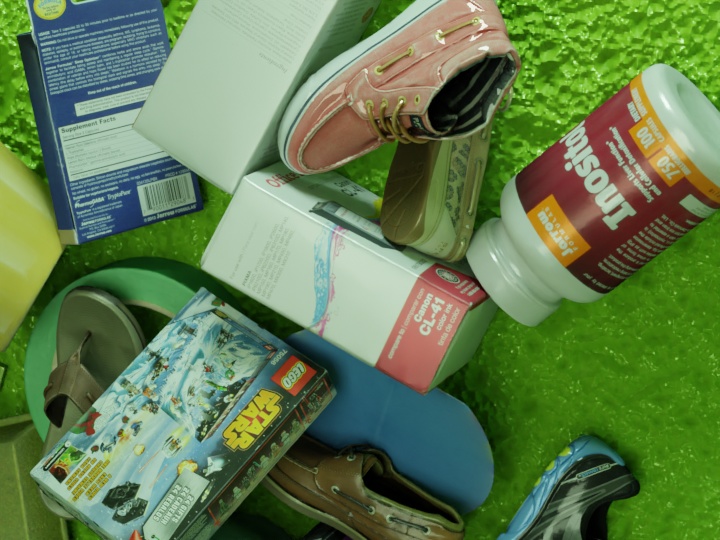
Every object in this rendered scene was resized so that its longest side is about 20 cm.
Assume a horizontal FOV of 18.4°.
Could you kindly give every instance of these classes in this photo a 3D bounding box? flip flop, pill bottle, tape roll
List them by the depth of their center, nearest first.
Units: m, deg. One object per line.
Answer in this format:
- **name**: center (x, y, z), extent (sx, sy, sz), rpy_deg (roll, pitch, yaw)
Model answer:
- **pill bottle**: center (0.177, -0.050, 1.631), extent (0.200, 0.113, 0.113), rpy_deg (-40, 88, 22)
- **flip flop**: center (-0.224, 0.111, 1.779), extent (0.081, 0.058, 0.201), rpy_deg (19, 107, 14)
- **tape roll**: center (-0.175, 0.091, 1.815), extent (0.200, 0.048, 0.201), rpy_deg (4, 103, 18)

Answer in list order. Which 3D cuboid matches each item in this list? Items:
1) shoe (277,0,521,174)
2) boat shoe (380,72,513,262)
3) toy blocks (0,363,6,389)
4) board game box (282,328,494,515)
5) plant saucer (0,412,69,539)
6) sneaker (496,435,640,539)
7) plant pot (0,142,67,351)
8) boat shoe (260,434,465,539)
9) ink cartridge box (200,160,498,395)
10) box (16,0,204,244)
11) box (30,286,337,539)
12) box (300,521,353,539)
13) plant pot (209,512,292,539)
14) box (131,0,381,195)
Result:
- **shoe**: center (0.026, -0.120, 1.601), extent (0.200, 0.091, 0.071), rpy_deg (-39, 132, 16)
- **boat shoe**: center (0.069, -0.106, 1.661), extent (0.073, 0.063, 0.201), rpy_deg (-2, 68, 55)
- **toy blocks**: center (-0.416, 0.081, 1.845), extent (0.199, 0.137, 0.100), rpy_deg (23, 108, 12)
- **board game box**: center (0.024, 0.107, 1.732), extent (0.200, 0.039, 0.158), rpy_deg (29, 142, 11)
- **plant saucer**: center (-0.346, 0.229, 1.859), extent (0.199, 0.048, 0.201), rpy_deg (-12, 101, -23)
- **sneaker**: center (0.148, 0.224, 1.724), extent (0.083, 0.071, 0.200), rpy_deg (36, 107, 15)
- **plant pot**: center (-0.333, -0.037, 1.773), extent (0.188, 0.201, 0.201), rpy_deg (30, 110, -7)
- **boat shoe**: center (-0.003, 0.166, 1.736), extent (0.200, 0.072, 0.068), rpy_deg (33, 117, 15)
- **ink cartridge box**: center (0.000, 0.000, 1.683), extent (0.200, 0.148, 0.086), rpy_deg (31, 107, 9)
- **box**: center (-0.198, -0.131, 1.739), extent (0.032, 0.121, 0.201), rpy_deg (3, 106, 54)
- **box**: center (-0.133, 0.123, 1.682), extent (0.137, 0.040, 0.200), rpy_deg (33, 71, 30)
- **box**: center (-0.002, 0.299, 1.752), extent (0.036, 0.143, 0.201), rpy_deg (-16, 96, 23)
- **plant pot**: center (-0.128, 0.283, 1.766), extent (0.199, 0.188, 0.201), rpy_deg (4, 103, 17)
- **box**: center (-0.069, -0.173, 1.680), extent (0.097, 0.124, 0.200), rpy_deg (33, 109, 9)
